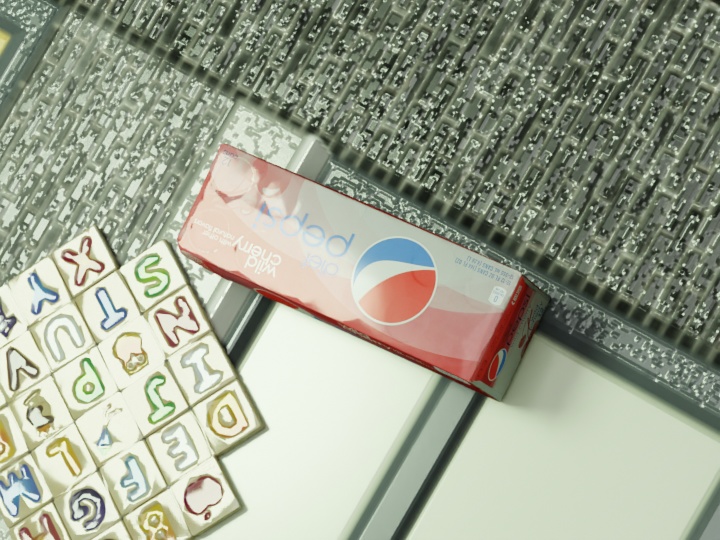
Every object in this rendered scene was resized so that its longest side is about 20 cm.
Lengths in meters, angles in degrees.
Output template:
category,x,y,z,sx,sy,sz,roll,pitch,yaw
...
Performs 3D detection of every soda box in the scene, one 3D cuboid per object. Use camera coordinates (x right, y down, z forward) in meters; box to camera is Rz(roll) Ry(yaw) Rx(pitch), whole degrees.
category,x,y,z,sx,sy,sz,roll,pitch,yaw
soda box,0.000,0.000,1.342,0.200,0.063,0.070,24,86,23

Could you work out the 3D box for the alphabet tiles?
category,x,y,z,sx,sy,sz,roll,pitch,yaw
alphabet tiles,-0.153,0.080,1.409,0.166,0.006,0.200,-33,69,9
